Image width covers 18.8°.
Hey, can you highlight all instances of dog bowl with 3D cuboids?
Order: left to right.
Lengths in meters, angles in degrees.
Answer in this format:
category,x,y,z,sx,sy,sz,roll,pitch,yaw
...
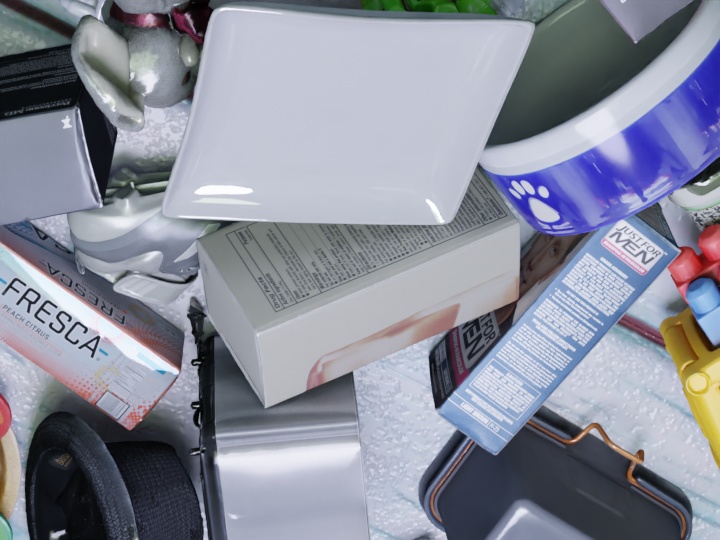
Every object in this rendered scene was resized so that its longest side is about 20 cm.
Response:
category,x,y,z,sx,sy,sz,roll,pitch,yaw
dog bowl,0.169,-0.117,1.442,0.200,0.200,0.079,-34,111,12

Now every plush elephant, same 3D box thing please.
category,x,y,z,sx,sy,sz,roll,pitch,yaw
plush elephant,-0.115,-0.168,1.363,0.200,0.165,0.155,-6,116,10

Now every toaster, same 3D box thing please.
category,x,y,z,sx,sy,sz,roll,pitch,yaw
toaster,-0.057,0.141,1.554,0.119,0.181,0.200,-6,113,-2

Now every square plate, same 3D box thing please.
category,x,y,z,sx,sy,sz,roll,pitch,yaw
square plate,-0.013,-0.099,1.361,0.200,0.028,0.198,1,143,-16

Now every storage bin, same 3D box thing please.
category,x,y,z,sx,sy,sz,roll,pitch,yaw
storage bin,0.158,0.197,1.605,0.200,0.134,0.146,31,108,-14

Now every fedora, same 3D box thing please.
category,x,y,z,sx,sy,sz,roll,pitch,yaw
fedora,-0.172,0.188,1.591,0.092,0.201,0.201,-14,115,-28

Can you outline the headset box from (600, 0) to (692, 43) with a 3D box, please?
category,x,y,z,sx,sy,sz,roll,pitch,yaw
headset box,0.150,-0.242,1.390,0.075,0.200,0.149,-38,109,12

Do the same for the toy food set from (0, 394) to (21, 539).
category,x,y,z,sx,sy,sz,roll,pitch,yaw
toy food set,-0.347,0.145,1.614,0.198,0.049,0.200,-12,112,3

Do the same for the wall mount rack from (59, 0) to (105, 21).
category,x,y,z,sx,sy,sz,roll,pitch,yaw
wall mount rack,-0.101,-0.207,1.464,0.174,0.075,0.200,19,111,-10

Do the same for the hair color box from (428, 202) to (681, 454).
category,x,y,z,sx,sy,sz,roll,pitch,yaw
hair color box,0.134,0.025,1.552,0.061,0.100,0.200,37,106,-15

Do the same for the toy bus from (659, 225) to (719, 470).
category,x,y,z,sx,sy,sz,roll,pitch,yaw
toy bus,0.310,0.041,1.544,0.200,0.136,0.192,-30,110,9

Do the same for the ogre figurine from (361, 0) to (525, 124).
category,x,y,z,sx,sy,sz,roll,pitch,yaw
ogre figurine,0.042,-0.155,1.439,0.200,0.120,0.098,-19,112,6

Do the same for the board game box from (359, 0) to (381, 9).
category,x,y,z,sx,sy,sz,roll,pitch,yaw
board game box,0.022,-0.243,1.479,0.095,0.030,0.200,-25,114,8

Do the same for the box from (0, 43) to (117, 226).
category,x,y,z,sx,sy,sz,roll,pitch,yaw
box,-0.273,-0.083,1.474,0.200,0.141,0.079,-10,112,3

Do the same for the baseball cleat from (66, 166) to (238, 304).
category,x,y,z,sx,sy,sz,roll,pitch,yaw
baseball cleat,-0.106,-0.031,1.551,0.200,0.070,0.107,-2,128,1

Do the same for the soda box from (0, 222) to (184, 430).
category,x,y,z,sx,sy,sz,roll,pitch,yaw
soda box,-0.221,0.025,1.558,0.200,0.068,0.064,37,106,-16

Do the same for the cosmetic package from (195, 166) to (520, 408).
category,x,y,z,sx,sy,sz,roll,pitch,yaw
cosmetic package,0.000,0.000,1.492,0.200,0.103,0.087,-21,141,-15

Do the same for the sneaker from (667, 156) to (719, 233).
category,x,y,z,sx,sy,sz,roll,pitch,yaw
sneaker,0.313,-0.078,1.541,0.200,0.077,0.089,-22,124,13
